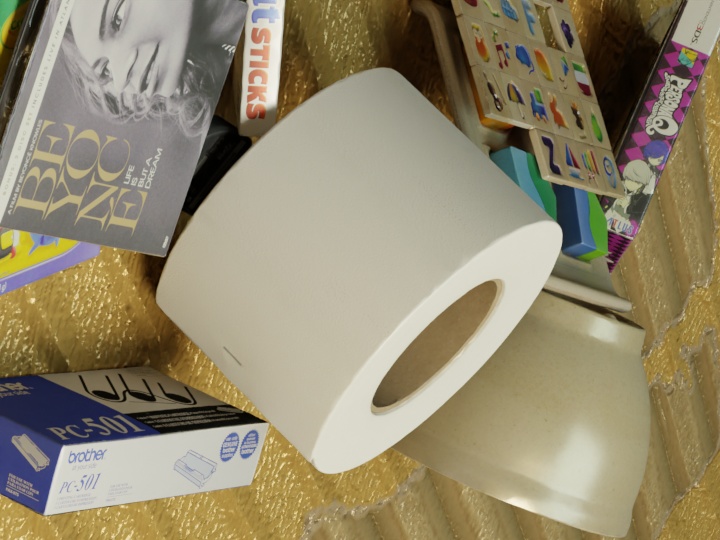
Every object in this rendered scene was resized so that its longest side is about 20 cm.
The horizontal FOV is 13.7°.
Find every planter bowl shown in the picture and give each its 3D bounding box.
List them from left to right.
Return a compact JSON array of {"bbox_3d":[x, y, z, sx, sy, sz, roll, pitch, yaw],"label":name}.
[{"bbox_3d":[0.110,0.075,1.979,0.200,0.200,0.135,17,96,-61],"label":"planter bowl"}]

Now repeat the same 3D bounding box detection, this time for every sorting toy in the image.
[{"bbox_3d":[0.111,-0.075,1.922,0.185,0.036,0.200,16,52,-61],"label":"sorting toy"}]

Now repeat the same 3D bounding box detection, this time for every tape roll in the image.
[{"bbox_3d":[0.000,0.000,1.742,0.203,0.139,0.203,-40,163,-15],"label":"tape roll"}]

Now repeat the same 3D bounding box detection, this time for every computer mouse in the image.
[{"bbox_3d":[-0.081,-0.051,1.755,0.059,0.034,0.200,-51,157,-2],"label":"computer mouse"}]

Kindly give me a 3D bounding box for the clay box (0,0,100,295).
[{"bbox_3d":[-0.174,-0.091,1.543,0.115,0.048,0.200,-26,132,-52],"label":"clay box"}]

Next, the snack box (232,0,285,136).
[{"bbox_3d":[-0.054,-0.180,1.671,0.072,0.024,0.200,-98,-168,-61],"label":"snack box"}]

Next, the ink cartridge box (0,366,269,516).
[{"bbox_3d":[-0.146,0.093,1.672,0.200,0.094,0.044,-3,112,-59],"label":"ink cartridge box"}]

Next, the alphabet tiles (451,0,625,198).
[{"bbox_3d":[0.109,-0.134,1.923,0.200,0.008,0.167,9,63,-63],"label":"alphabet tiles"}]

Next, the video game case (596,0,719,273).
[{"bbox_3d":[0.202,-0.094,2.106,0.200,0.036,0.182,93,19,-82],"label":"video game case"}]

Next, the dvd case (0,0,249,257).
[{"bbox_3d":[-0.129,-0.086,1.561,0.200,0.016,0.149,11,99,-65],"label":"dvd case"}]
